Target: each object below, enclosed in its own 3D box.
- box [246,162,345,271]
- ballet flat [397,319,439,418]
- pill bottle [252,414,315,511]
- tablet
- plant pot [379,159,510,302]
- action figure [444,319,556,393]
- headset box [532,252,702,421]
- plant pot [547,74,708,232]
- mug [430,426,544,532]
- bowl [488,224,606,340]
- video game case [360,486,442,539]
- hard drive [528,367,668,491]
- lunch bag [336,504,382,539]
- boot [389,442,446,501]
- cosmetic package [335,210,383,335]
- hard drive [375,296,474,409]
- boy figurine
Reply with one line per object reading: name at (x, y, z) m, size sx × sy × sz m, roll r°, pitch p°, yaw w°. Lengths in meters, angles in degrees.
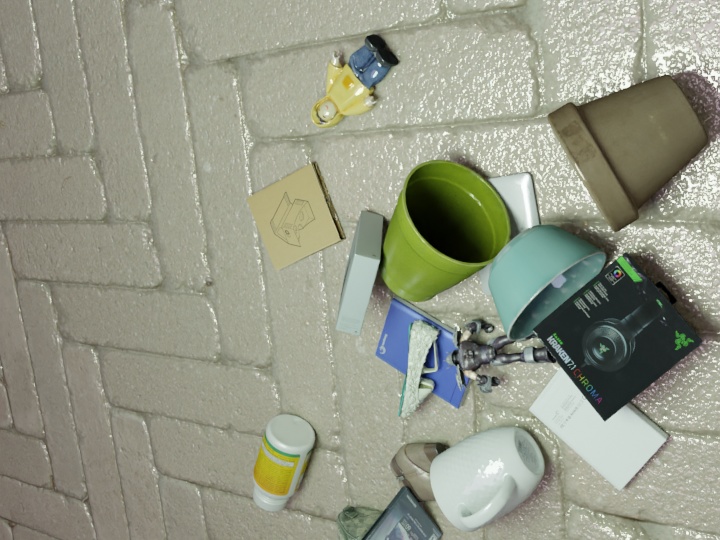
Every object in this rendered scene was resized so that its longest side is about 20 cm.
box at (-0.134, -0.106, 1.616) m, size 0.198 × 0.021 × 0.166 m, roll -22°, pitch 90°, yaw 37°
ballet flat at (0.110, 0.191, 1.473) m, size 0.071 × 0.071 × 0.204 m, roll 19°, pitch 115°, yaw 29°
pill bottle at (-0.176, 0.429, 1.750) m, size 0.112 × 0.112 × 0.203 m, roll 32°, pitch 120°, yaw 24°
tablet at (0.250, -0.059, 1.361) m, size 0.128 × 0.014 × 0.205 m, roll -5°, pitch 100°, yaw 37°
plant pot at (0.122, -0.048, 1.353) m, size 0.202 × 0.199 × 0.193 m, roll 52°, pitch 143°, yaw 11°
action figure at (0.235, 0.145, 1.387) m, size 0.197 × 0.069 × 0.133 m, roll -14°, pitch 80°, yaw 28°
headset box at (0.393, 0.097, 1.214) m, size 0.199 × 0.093 × 0.175 m, roll -39°, pitch 79°, yaw 7°
plant pot at (0.388, -0.185, 1.131) m, size 0.173 × 0.200 × 0.203 m, roll -32°, pitch 84°, yaw 20°
mug at (0.226, 0.372, 1.392) m, size 0.175 × 0.200 × 0.148 m, roll -38°, pitch 97°, yaw 29°
bowl at (0.280, 0.006, 1.255) m, size 0.106 × 0.199 × 0.202 m, roll 51°, pitch 127°, yaw 25°
video game case at (0.062, 0.545, 1.541) m, size 0.019 × 0.200 × 0.144 m, roll 5°, pitch 136°, yaw 56°
hard drive at (0.398, 0.257, 1.340) m, size 0.199 × 0.027 × 0.133 m, roll 42°, pitch 123°, yaw 19°
lunch bag at (0.023, 0.607, 1.651) m, size 0.166 × 0.138 × 0.205 m, roll 14°, pitch 113°, yaw 44°
boot at (0.146, 0.426, 1.554) m, size 0.146 × 0.070 × 0.202 m, roll -38°, pitch 80°, yaw 43°
cosmetic package at (0.000, 0.000, 1.445) m, size 0.051 × 0.201 × 0.153 m, roll 15°, pitch 115°, yaw -4°
hard drive at (0.127, 0.155, 1.505) m, size 0.198 × 0.025 × 0.134 m, roll 30°, pitch 120°, yaw 25°
boy figurine at (-0.023, -0.338, 1.443) m, size 0.199 × 0.064 × 0.125 m, roll -39°, pitch 83°, yaw 33°
